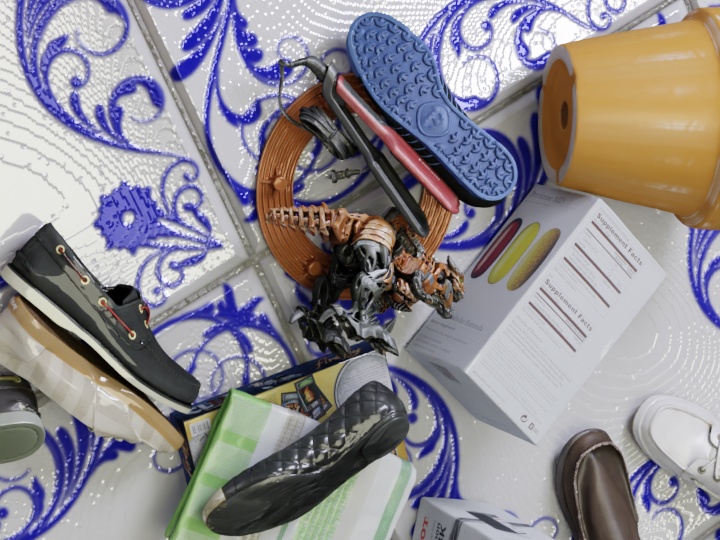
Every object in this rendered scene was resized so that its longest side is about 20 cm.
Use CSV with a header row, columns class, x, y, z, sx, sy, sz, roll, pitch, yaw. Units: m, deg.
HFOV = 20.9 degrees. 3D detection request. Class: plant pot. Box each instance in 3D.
class,x,y,z,sx,sy,sz,roll,pitch,yaw
plant pot,0.262,-0.139,1.749,0.181,0.200,0.202,1,99,-11

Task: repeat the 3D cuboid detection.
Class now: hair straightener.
class,x,y,z,sx,sy,sz,roll,pitch,yaw
hair straightener,-0.007,-0.101,1.651,0.077,0.041,0.200,-39,106,21

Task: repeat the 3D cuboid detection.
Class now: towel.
class,x,y,z,sx,sy,sz,roll,pitch,yaw
towel,-0.059,0.202,1.690,0.199,0.031,0.150,26,85,-26

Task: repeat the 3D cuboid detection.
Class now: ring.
class,x,y,z,sx,sy,sz,roll,pitch,yaw
ring,0.001,-0.073,1.713,0.199,0.019,0.202,-5,102,-26

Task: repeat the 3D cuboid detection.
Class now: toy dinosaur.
class,x,y,z,sx,sy,sz,roll,pitch,yaw
toy dinosaur,0.000,0.000,1.681,0.199,0.102,0.137,22,74,-10

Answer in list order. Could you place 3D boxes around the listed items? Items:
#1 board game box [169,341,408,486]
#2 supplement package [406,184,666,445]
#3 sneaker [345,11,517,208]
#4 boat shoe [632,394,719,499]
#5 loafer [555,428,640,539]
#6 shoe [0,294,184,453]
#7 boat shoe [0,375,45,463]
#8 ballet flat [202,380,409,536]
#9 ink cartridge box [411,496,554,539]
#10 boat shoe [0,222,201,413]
class,x,y,z,sx,sy,sz,roll,pitch,yaw
board game box,-0.058,0.158,1.714,0.199,0.035,0.137,-19,107,-23
supplement package,0.159,0.037,1.758,0.110,0.114,0.200,45,77,-26
sneaker,0.054,-0.133,1.687,0.070,0.078,0.200,-39,91,-14
boat shoe,0.352,0.184,1.905,0.199,0.069,0.071,32,86,-27
loafer,0.242,0.247,1.860,0.073,0.071,0.202,-20,107,-22
shoe,-0.227,0.096,1.600,0.053,0.070,0.200,-48,119,0
boat shoe,-0.354,0.122,1.547,0.199,0.061,0.072,-2,140,-22
ballet flat,-0.048,0.164,1.656,0.199,0.057,0.067,-29,136,-14
ink cartridge box,0.114,0.298,1.733,0.083,0.200,0.146,10,94,-24
boat shoe,-0.201,0.042,1.600,0.201,0.074,0.063,43,87,-21
